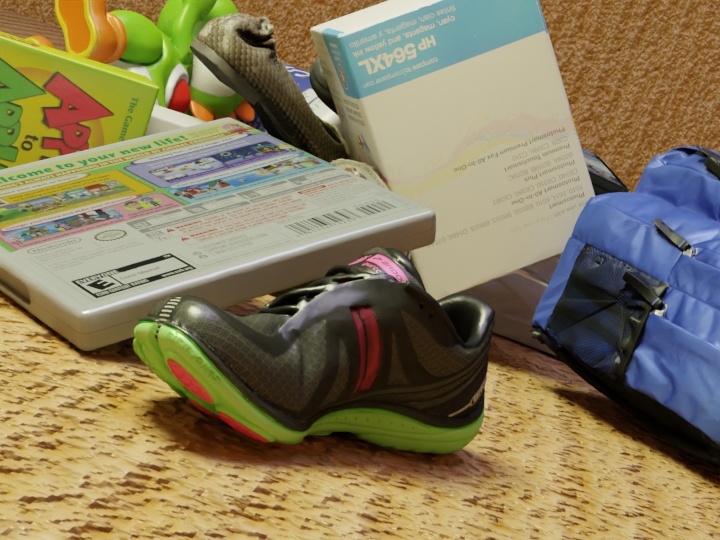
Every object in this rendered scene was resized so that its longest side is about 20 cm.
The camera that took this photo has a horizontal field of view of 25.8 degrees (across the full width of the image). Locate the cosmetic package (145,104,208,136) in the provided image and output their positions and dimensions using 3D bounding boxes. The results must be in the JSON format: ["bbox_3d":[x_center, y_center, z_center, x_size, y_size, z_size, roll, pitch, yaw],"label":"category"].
[{"bbox_3d":[-0.139,-0.063,0.970,0.199,0.085,0.108,16,7,-17],"label":"cosmetic package"}]

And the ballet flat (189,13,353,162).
[{"bbox_3d":[-0.045,-0.110,1.017,0.067,0.046,0.200,37,-4,33],"label":"ballet flat"}]

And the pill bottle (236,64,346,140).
[{"bbox_3d":[-0.077,-0.106,1.237,0.199,0.120,0.119,25,10,36],"label":"pill bottle"}]

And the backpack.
[{"bbox_3d":[0.223,0.030,0.910,0.162,0.169,0.200,12,17,-35],"label":"backpack"}]

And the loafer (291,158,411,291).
[{"bbox_3d":[-0.005,-0.022,0.863,0.071,0.063,0.200,8,29,-1],"label":"loafer"}]

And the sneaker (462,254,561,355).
[{"bbox_3d":[0.115,-0.011,1.127,0.199,0.116,0.074,19,9,12],"label":"sneaker"}]

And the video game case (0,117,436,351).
[{"bbox_3d":[-0.095,-0.026,0.776,0.199,0.022,0.182,-18,30,-35],"label":"video game case"}]

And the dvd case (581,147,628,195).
[{"bbox_3d":[0.127,-0.099,1.196,0.142,0.018,0.200,26,11,-2],"label":"dvd case"}]

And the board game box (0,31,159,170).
[{"bbox_3d":[-0.222,-0.085,0.857,0.199,0.102,0.048,16,8,-19],"label":"board game box"}]

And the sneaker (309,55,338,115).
[{"bbox_3d":[0.021,-0.074,1.128,0.200,0.088,0.074,38,29,-31],"label":"sneaker"}]

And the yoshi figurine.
[{"bbox_3d":[-0.146,-0.159,1.092,0.112,0.113,0.200,15,9,36],"label":"yoshi figurine"}]

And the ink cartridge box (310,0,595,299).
[{"bbox_3d":[0.064,-0.078,1.005,0.125,0.201,0.129,-20,13,-6],"label":"ink cartridge box"}]

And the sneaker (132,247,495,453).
[{"bbox_3d":[-0.015,0.026,0.652,0.077,0.084,0.200,24,9,38],"label":"sneaker"}]
